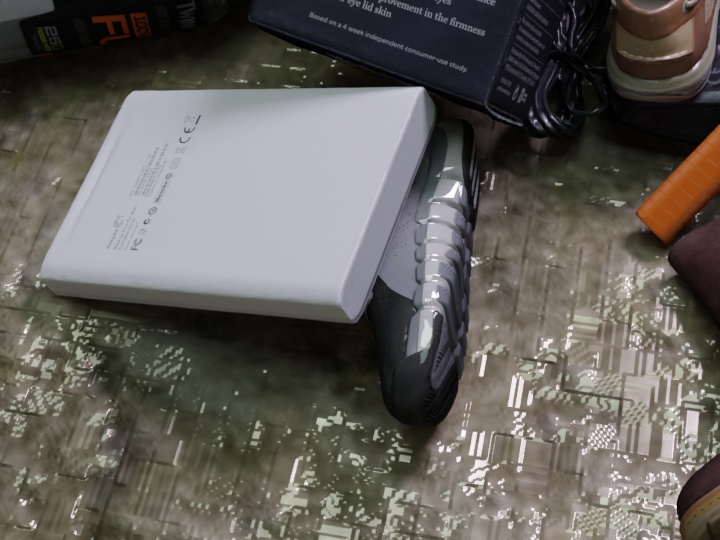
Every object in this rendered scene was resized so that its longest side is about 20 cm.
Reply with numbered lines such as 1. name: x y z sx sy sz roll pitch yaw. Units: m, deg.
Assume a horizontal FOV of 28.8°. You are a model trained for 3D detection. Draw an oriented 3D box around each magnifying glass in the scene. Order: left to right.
1. magnifying glass: 0.227 -0.095 0.758 0.080 0.022 0.200 44 100 8

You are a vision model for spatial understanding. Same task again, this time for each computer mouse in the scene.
1. computer mouse: 0.200 -0.115 0.826 0.198 0.053 0.139 4 52 20

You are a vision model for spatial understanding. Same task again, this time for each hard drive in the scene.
1. hard drive: -0.068 -0.040 0.752 0.198 0.026 0.133 4 60 32

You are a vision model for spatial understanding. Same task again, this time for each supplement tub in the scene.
1. supplement tub: -0.157 -0.203 0.866 0.198 0.123 0.123 -11 54 -4

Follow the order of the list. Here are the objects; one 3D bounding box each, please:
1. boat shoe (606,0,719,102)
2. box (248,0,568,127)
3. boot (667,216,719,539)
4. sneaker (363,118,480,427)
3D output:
1. boat shoe: 0.179 -0.187 0.809 0.075 0.072 0.201 -2 51 15
2. box: 0.048 -0.200 0.765 0.147 0.104 0.202 23 97 17
3. boot: 0.205 0.045 0.709 0.199 0.073 0.167 -27 44 -13
4. sneaker: 0.000 0.000 0.747 0.114 0.075 0.201 0 45 11
